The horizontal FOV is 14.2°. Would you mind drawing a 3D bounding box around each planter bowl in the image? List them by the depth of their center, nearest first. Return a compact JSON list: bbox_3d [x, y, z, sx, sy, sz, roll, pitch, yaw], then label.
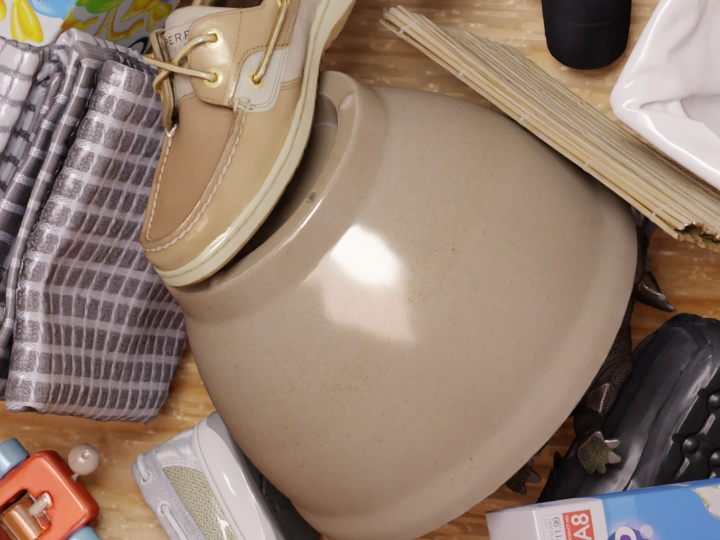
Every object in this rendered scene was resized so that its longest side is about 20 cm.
[{"bbox_3d":[0.000,0.000,1.242,0.200,0.200,0.135,-45,118,9],"label":"planter bowl"}]

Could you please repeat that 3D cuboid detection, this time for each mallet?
[{"bbox_3d":[0.036,-0.144,1.344,0.200,0.066,0.041,16,51,28],"label":"mallet"}]

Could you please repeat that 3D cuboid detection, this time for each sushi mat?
[{"bbox_3d":[0.101,-0.058,1.256,0.200,0.096,0.012,39,107,38],"label":"sushi mat"}]

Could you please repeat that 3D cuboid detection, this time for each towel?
[{"bbox_3d":[-0.119,-0.016,1.291,0.085,0.200,0.166,26,95,17],"label":"towel"}]

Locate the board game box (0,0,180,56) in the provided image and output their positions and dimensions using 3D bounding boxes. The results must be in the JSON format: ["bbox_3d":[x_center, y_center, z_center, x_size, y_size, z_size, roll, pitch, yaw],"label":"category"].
[{"bbox_3d":[-0.143,-0.149,1.315,0.105,0.103,0.200,44,122,13],"label":"board game box"}]

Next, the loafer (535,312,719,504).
[{"bbox_3d":[0.112,0.110,1.304,0.068,0.070,0.201,32,93,-31],"label":"loafer"}]

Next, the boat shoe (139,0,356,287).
[{"bbox_3d":[-0.056,-0.088,1.210,0.074,0.066,0.200,-14,48,46],"label":"boat shoe"}]

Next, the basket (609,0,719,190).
[{"bbox_3d":[0.219,-0.115,1.251,0.135,0.123,0.200,33,97,12],"label":"basket"}]

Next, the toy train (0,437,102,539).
[{"bbox_3d":[-0.218,0.091,1.392,0.200,0.056,0.150,45,98,8],"label":"toy train"}]

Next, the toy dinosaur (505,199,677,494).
[{"bbox_3d":[0.074,0.050,1.298,0.077,0.102,0.200,43,119,-13],"label":"toy dinosaur"}]

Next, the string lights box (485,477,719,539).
[{"bbox_3d":[0.160,0.140,1.243,0.200,0.059,0.103,-7,87,-20],"label":"string lights box"}]

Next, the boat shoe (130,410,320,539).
[{"bbox_3d":[-0.044,0.165,1.338,0.065,0.074,0.202,-27,78,18],"label":"boat shoe"}]
